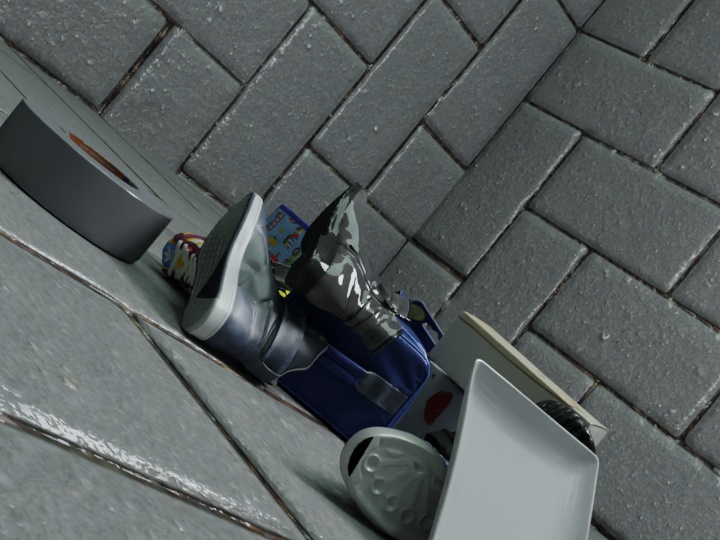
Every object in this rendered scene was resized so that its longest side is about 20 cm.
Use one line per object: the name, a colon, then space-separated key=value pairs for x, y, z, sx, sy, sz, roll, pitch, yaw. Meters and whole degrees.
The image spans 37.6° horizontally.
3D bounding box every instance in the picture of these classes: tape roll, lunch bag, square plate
tape roll: x=-0.299 y=-0.095 z=1.137 sx=0.200 sy=0.066 sz=0.200 roll=41 pitch=0 yaw=0
lunch bag: x=-0.124 y=-0.010 z=1.573 sx=0.200 sy=0.151 sz=0.094 roll=41 pitch=1 yaw=44
lunch bag: x=-0.023 y=0.089 z=1.181 sx=0.200 sy=0.136 sz=0.132 roll=38 pitch=0 yaw=0
square plate: x=0.127 y=0.207 z=0.894 sx=0.028 sy=0.199 sz=0.200 roll=-13 pitch=-41 yaw=43

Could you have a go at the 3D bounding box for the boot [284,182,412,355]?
boot: x=0.000 y=0.000 z=1.127 sx=0.132 sy=0.070 sz=0.200 roll=40 pitch=38 yaw=-13

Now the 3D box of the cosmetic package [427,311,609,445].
cosmetic package: x=0.183 y=0.143 z=1.232 sx=0.200 sy=0.073 sz=0.103 roll=41 pitch=6 yaw=26

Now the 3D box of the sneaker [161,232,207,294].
sneaker: x=-0.188 y=0.002 z=1.210 sx=0.090 sy=0.075 sz=0.200 roll=24 pitch=2 yaw=-10

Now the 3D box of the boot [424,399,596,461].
boot: x=0.170 y=0.209 z=1.047 sx=0.211 sy=0.157 sz=0.080 roll=-123 pitch=-151 yaw=-53

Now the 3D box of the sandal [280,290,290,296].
sandal: x=-0.054 y=0.108 z=1.323 sx=0.200 sy=0.080 sz=0.087 roll=35 pitch=13 yaw=-9

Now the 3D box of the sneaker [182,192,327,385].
sneaker: x=-0.098 y=0.025 z=1.097 sx=0.146 sy=0.077 sz=0.203 roll=38 pitch=40 yaw=-26

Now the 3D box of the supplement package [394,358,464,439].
supplement package: x=0.116 y=0.213 z=1.296 sx=0.120 sy=0.121 sz=0.200 roll=39 pitch=0 yaw=-21

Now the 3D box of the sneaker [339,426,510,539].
sneaker: x=0.031 y=0.182 z=0.937 sx=0.200 sy=0.081 sz=0.146 roll=36 pitch=-6 yaw=-31

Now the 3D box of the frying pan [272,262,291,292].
frying pan: x=-0.076 y=0.061 z=1.374 sx=0.189 sy=0.115 sz=0.031 roll=27 pitch=34 yaw=12

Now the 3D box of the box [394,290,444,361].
box: x=0.024 y=0.092 z=1.396 sx=0.121 sy=0.199 sz=0.032 roll=56 pitch=36 yaw=-28
